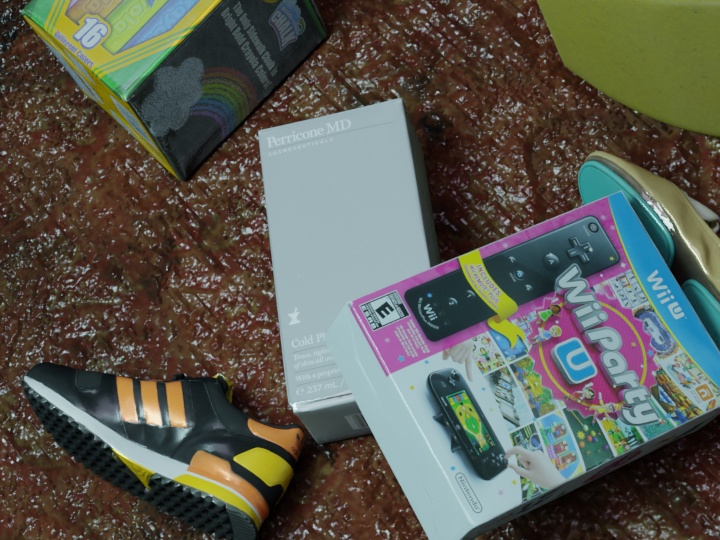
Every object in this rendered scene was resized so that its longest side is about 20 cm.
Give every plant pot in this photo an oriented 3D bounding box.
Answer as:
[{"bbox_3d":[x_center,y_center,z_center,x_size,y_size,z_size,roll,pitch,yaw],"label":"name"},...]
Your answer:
[{"bbox_3d":[0.219,-0.202,1.008,0.198,0.194,0.197,3,67,23],"label":"plant pot"}]

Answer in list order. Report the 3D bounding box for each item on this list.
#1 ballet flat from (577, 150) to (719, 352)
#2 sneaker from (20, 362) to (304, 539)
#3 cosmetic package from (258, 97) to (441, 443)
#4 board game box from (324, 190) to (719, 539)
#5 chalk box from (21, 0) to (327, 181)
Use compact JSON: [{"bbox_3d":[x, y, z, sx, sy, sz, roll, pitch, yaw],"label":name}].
[{"bbox_3d":[0.212,-0.001,0.994,0.063,0.069,0.201,-20,61,-26],"label":"ballet flat"},{"bbox_3d":[-0.127,0.099,1.040,0.199,0.070,0.090,25,60,24],"label":"sneaker"},{"bbox_3d":[0.000,0.000,1.030,0.106,0.090,0.202,-14,67,7],"label":"cosmetic package"},{"bbox_3d":[0.101,0.056,0.929,0.199,0.064,0.148,-21,72,-26],"label":"board game box"},{"bbox_3d":[-0.114,-0.193,1.129,0.124,0.125,0.200,39,80,27],"label":"chalk box"}]
